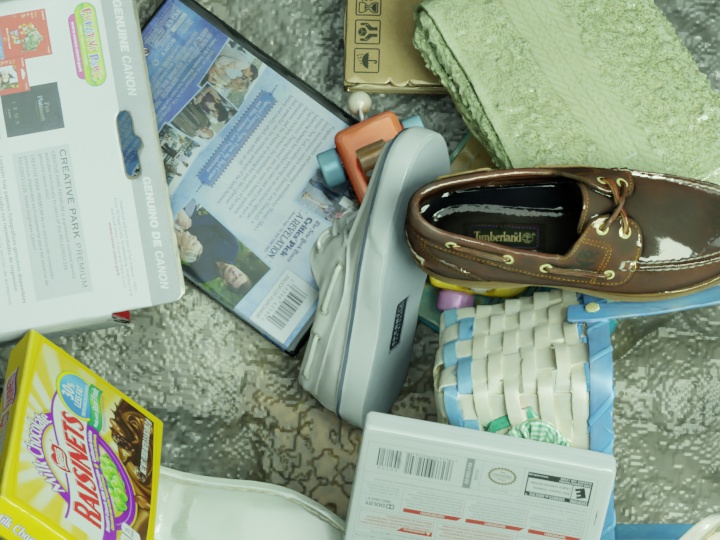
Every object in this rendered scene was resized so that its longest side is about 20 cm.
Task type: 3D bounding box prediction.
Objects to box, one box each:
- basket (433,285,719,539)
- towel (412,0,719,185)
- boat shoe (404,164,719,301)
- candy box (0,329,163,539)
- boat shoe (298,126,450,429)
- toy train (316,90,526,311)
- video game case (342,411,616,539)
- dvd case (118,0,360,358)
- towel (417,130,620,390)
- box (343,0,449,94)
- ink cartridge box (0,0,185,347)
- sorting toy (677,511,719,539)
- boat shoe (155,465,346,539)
[{"bbox_3d":[0.145,0.093,1.632,0.199,0.139,0.177,-8,121,1],"label":"basket"},{"bbox_3d":[0.132,-0.108,1.663,0.148,0.037,0.201,-24,63,-14],"label":"towel"},{"bbox_3d":[0.124,-0.024,1.568,0.199,0.070,0.071,-4,67,3],"label":"boat shoe"},{"bbox_3d":[-0.158,0.111,1.557,0.102,0.200,0.026,35,109,-17],"label":"candy box"},{"bbox_3d":[0.000,0.000,1.652,0.065,0.073,0.201,26,119,23],"label":"boat shoe"},{"bbox_3d":[0.081,-0.058,1.681,0.199,0.056,0.151,-18,87,1],"label":"toy train"},{"bbox_3d":[0.058,0.176,1.600,0.142,0.018,0.201,10,123,0],"label":"video game case"},{"bbox_3d":[-0.079,-0.062,1.729,0.200,0.018,0.143,36,81,5],"label":"dvd case"},{"bbox_3d":[0.115,-0.031,1.729,0.146,0.022,0.200,35,80,4],"label":"towel"},{"bbox_3d":[0.073,-0.207,1.744,0.162,0.021,0.201,1,77,2],"label":"box"},{"bbox_3d":[-0.200,-0.059,1.677,0.174,0.084,0.201,-10,86,3],"label":"ink cartridge box"},{"bbox_3d":[0.225,0.244,1.610,0.106,0.180,0.201,-30,81,18],"label":"sorting toy"},{"bbox_3d":[-0.084,0.162,1.669,0.199,0.062,0.075,11,78,3],"label":"boat shoe"}]
